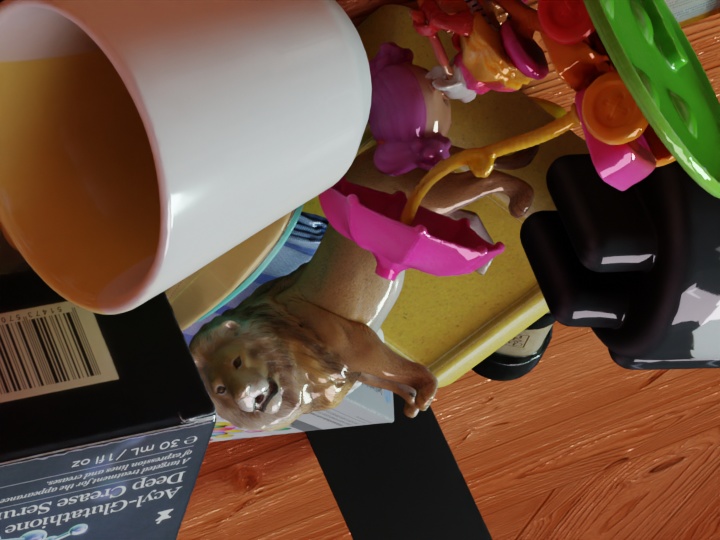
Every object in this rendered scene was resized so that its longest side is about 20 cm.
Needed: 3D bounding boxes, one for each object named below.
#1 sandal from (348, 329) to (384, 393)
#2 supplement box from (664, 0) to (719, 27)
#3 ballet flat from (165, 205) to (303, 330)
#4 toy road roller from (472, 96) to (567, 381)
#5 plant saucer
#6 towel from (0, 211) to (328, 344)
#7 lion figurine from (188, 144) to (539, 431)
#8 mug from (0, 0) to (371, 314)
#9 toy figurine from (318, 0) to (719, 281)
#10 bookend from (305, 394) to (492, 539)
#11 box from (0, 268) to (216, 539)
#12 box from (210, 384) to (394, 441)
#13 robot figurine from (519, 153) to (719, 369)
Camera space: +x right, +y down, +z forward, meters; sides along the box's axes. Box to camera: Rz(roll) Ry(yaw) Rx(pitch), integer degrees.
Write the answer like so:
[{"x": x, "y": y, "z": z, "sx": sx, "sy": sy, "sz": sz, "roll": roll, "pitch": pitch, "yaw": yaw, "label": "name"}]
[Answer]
[{"x": -0.042, "y": 0.045, "z": 1.597, "sx": 0.082, "sy": 0.050, "sz": 0.203, "roll": 13, "pitch": 163, "yaw": -27, "label": "sandal"}, {"x": 0.190, "y": -0.201, "z": 1.418, "sx": 0.126, "sy": 0.074, "sz": 0.200, "roll": -21, "pitch": 164, "yaw": -17, "label": "supplement box"}, {"x": -0.104, "y": 0.003, "z": 1.455, "sx": 0.063, "sy": 0.069, "sz": 0.200, "roll": 28, "pitch": 135, "yaw": -20, "label": "ballet flat"}, {"x": 0.047, "y": -0.034, "z": 1.693, "sx": 0.200, "sy": 0.146, "sz": 0.123, "roll": 15, "pitch": 157, "yaw": -2, "label": "toy road roller"}, {"x": 0.030, "y": -0.023, "z": 1.552, "sx": 0.200, "sy": 0.200, "sz": 0.048, "roll": -39, "pitch": -158, "yaw": 39, "label": "plant saucer"}, {"x": -0.131, "y": -0.009, "z": 1.510, "sx": 0.200, "sy": 0.024, "sz": 0.147, "roll": 15, "pitch": 143, "yaw": -32, "label": "towel"}, {"x": 0.000, "y": 0.000, "z": 1.468, "sx": 0.200, "sy": 0.122, "sz": 0.072, "roll": -63, "pitch": -176, "yaw": -7, "label": "lion figurine"}, {"x": -0.090, "y": -0.078, "z": 1.338, "sx": 0.153, "sy": 0.150, "sz": 0.186, "roll": -23, "pitch": -155, "yaw": -36, "label": "mug"}, {"x": 0.057, "y": -0.082, "z": 1.380, "sx": 0.184, "sy": 0.200, "sz": 0.150, "roll": -29, "pitch": 160, "yaw": 19, "label": "toy figurine"}, {"x": 0.036, "y": 0.179, "z": 2.118, "sx": 0.092, "sy": 0.200, "sz": 0.199, "roll": -24, "pitch": 162, "yaw": -1, "label": "bookend"}, {"x": -0.173, "y": 0.099, "z": 1.419, "sx": 0.148, "sy": 0.107, "sz": 0.200, "roll": -12, "pitch": 148, "yaw": -23, "label": "box"}, {"x": -0.095, "y": 0.077, "z": 1.791, "sx": 0.200, "sy": 0.041, "sz": 0.156, "roll": -6, "pitch": 168, "yaw": 15, "label": "box"}, {"x": 0.187, "y": -0.014, "z": 1.471, "sx": 0.200, "sy": 0.125, "sz": 0.150, "roll": 0, "pitch": 176, "yaw": -24, "label": "robot figurine"}]
